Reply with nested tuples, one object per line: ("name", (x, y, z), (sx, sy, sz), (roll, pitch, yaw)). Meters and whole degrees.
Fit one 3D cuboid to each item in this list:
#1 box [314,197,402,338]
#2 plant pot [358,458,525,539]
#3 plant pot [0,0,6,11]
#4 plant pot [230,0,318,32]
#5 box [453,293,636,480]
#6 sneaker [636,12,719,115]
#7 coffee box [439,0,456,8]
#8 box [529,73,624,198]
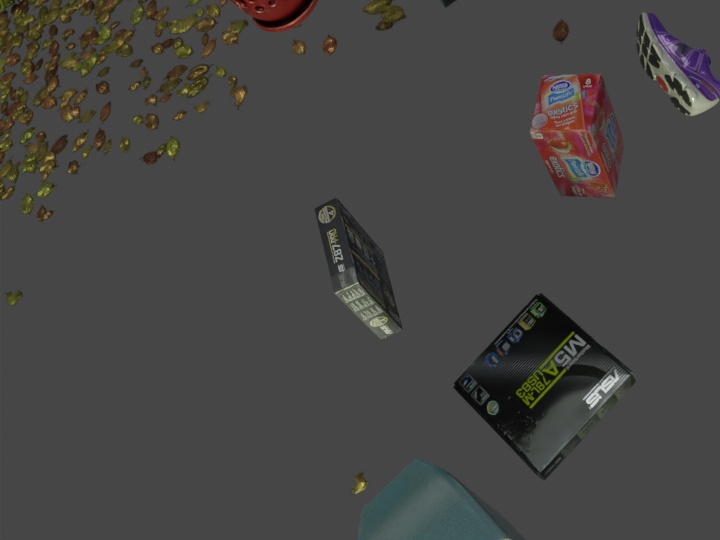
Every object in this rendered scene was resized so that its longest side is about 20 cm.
("box", (0.000, 0.000, 1.379), (0.048, 0.200, 0.163), (-24, 59, 12))
("plant pot", (0.108, 0.380, 1.156), (0.196, 0.196, 0.200), (-44, 45, 2))
("plant pot", (-0.985, -0.853, 2.317), (0.199, 0.201, 0.194), (26, 68, 34))
("plant pot", (-0.193, -0.621, 1.786), (0.197, 0.182, 0.204), (-11, 63, 22))
("box", (0.267, 0.167, 1.255), (0.200, 0.047, 0.193), (-46, 53, 2))
("sneaker", (0.511, -0.337, 1.366), (0.082, 0.081, 0.202), (-25, 66, -2))
("coffee box", (0.169, -0.625, 1.686), (0.122, 0.044, 0.202), (-34, 56, 8))
("box", (0.336, -0.202, 1.302), (0.094, 0.200, 0.101), (5, 68, 30))
